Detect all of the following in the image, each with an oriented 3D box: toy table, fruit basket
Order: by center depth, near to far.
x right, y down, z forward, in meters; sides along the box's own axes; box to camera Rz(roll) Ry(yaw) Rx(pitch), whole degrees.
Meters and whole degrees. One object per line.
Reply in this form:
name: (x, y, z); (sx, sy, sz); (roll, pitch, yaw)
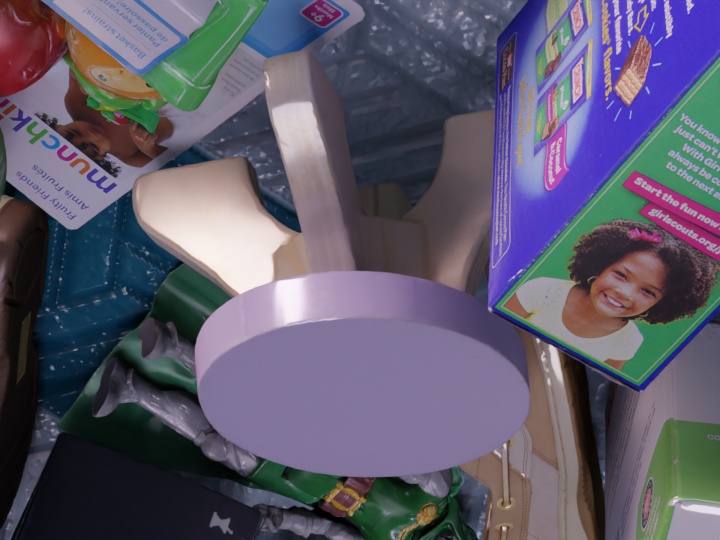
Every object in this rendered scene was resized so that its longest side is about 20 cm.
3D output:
fruit basket: (-0.128, -0.107, 1.184); (0.185, 0.094, 0.200); (39, 127, -22)
toy table: (0.000, 0.000, 1.187); (0.183, 0.118, 0.200); (-6, 158, 1)

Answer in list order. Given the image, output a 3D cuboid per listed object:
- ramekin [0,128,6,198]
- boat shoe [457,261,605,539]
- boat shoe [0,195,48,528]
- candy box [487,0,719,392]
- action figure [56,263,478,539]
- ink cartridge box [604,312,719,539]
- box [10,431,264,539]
ramekin: (-0.241, -0.039, 1.197); (0.199, 0.098, 0.200); (15, 145, 11)
boat shoe: (0.067, 0.069, 1.311); (0.069, 0.074, 0.201); (-5, 127, 9)
boat shoe: (-0.190, 0.045, 1.342); (0.076, 0.072, 0.201); (17, 120, 10)
candy box: (0.129, -0.086, 1.065); (0.077, 0.170, 0.200); (25, 129, -17)
action figure: (-0.025, 0.085, 1.354); (0.199, 0.055, 0.118); (29, 124, -21)
ink cartridge box: (0.152, 0.081, 1.228); (0.083, 0.201, 0.146); (8, 130, -2)
box: (-0.134, 0.194, 1.364); (0.104, 0.148, 0.200); (22, 143, -5)
